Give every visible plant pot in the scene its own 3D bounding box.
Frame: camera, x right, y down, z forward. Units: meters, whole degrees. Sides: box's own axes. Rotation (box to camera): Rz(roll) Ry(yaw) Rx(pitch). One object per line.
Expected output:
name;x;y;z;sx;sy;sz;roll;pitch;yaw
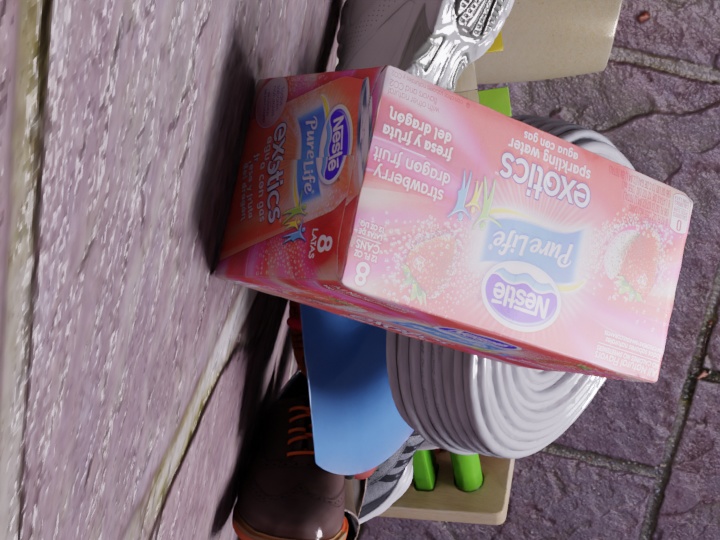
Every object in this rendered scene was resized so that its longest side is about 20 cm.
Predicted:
plant pot;0.122;-0.236;1.328;0.187;0.198;0.190;12;90;-87

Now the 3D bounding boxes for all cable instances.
cable;0.094;0.013;0.889;0.200;0.069;0.202;45;67;-54

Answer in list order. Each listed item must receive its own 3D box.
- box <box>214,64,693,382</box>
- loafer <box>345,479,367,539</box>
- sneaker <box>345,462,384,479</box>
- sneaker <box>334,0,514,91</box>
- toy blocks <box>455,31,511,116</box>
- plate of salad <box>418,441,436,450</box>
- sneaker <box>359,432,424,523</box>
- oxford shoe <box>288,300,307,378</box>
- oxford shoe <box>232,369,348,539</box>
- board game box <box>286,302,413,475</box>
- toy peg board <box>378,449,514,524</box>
box;0.047;-0.017;0.713;0.102;0.199;0.096;3;-102;52
loafer;-0.025;0.184;1.073;0.073;0.070;0.201;60;29;-23
sneaker;0.052;0.072;1.097;0.201;0.097;0.071;-58;-176;-23
sneaker;0.015;-0.126;0.970;0.078;0.099;0.201;38;83;-46
toy blocks;0.042;-0.132;1.194;0.137;0.099;0.203;-173;-106;-72
plate of salad;0.062;0.067;1.382;0.048;0.198;0.202;53;46;-59
sneaker;0.015;0.129;1.242;0.200;0.075;0.114;-49;161;11
oxford shoe;0.000;0.000;1.051;0.073;0.070;0.202;72;26;-52
oxford shoe;-0.042;0.117;0.961;0.200;0.070;0.073;-105;-159;-75
board game box;-0.002;0.019;0.941;0.158;0.039;0.202;-34;127;-48
toy peg board;0.047;0.121;1.450;0.098;0.197;0.201;76;22;-47
